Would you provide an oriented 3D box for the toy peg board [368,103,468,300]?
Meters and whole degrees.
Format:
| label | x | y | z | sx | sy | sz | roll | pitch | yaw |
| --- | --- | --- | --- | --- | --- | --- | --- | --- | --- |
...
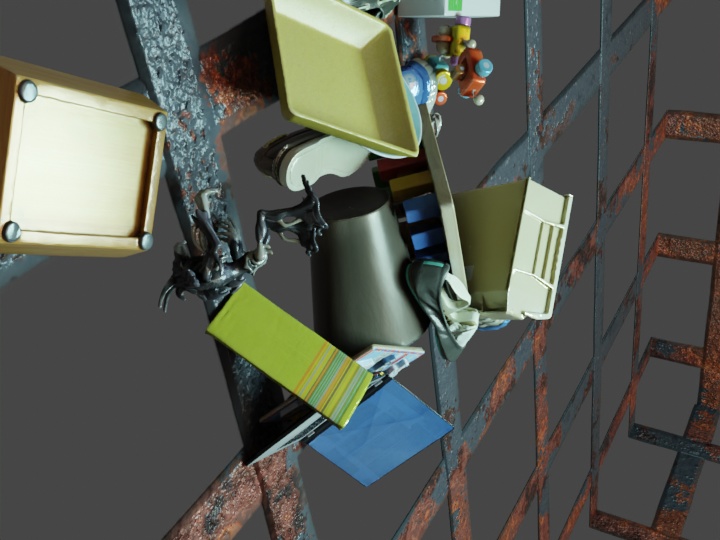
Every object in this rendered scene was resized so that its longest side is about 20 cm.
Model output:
| label | x | y | z | sx | sy | sz | roll | pitch | yaw |
| --- | --- | --- | --- | --- | --- | --- | --- | --- | --- |
| toy peg board | 0.076 | -0.085 | 1.157 | 0.201 | 0.097 | 0.200 | 71 | 8 | -50 |

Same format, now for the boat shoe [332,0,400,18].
| label | x | y | z | sx | sy | sz | roll | pitch | yaw |
| --- | --- | --- | --- | --- | --- | --- | --- | --- | --- |
| boat shoe | 0.013 | -0.363 | 1.084 | 0.199 | 0.070 | 0.064 | -23 | 120 | -46 |

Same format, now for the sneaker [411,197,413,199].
| label | x | y | z | sx | sy | sz | roll | pitch | yaw |
| --- | --- | --- | --- | --- | --- | --- | --- | --- | --- |
| sneaker | 0.152 | -0.076 | 1.405 | 0.200 | 0.084 | 0.078 | 14 | 90 | -60 |

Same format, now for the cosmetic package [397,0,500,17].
| label | x | y | z | sx | sy | sz | roll | pitch | yaw |
| --- | --- | --- | --- | --- | --- | --- | --- | --- | --- |
| cosmetic package | 0.137 | -0.436 | 1.249 | 0.200 | 0.084 | 0.109 | -26 | 119 | -53 |

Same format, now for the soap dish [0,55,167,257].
| label | x | y | z | sx | sy | sz | roll | pitch | yaw |
| --- | --- | --- | --- | --- | --- | --- | --- | --- | --- |
| soap dish | -0.254 | -0.088 | 0.705 | 0.199 | 0.081 | 0.159 | 1 | 100 | -61 |

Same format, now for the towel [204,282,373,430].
| label | x | y | z | sx | sy | sz | roll | pitch | yaw |
| --- | --- | --- | --- | --- | --- | --- | --- | --- | --- |
| towel | -0.083 | 0.101 | 0.989 | 0.086 | 0.199 | 0.018 | -56 | -178 | -37 |

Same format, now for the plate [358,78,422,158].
| label | x | y | z | sx | sy | sz | roll | pitch | yaw |
| --- | --- | --- | --- | --- | --- | --- | --- | --- | --- |
| plate | 0.000 | -0.225 | 1.060 | 0.199 | 0.026 | 0.202 | 26 | 48 | -32 |

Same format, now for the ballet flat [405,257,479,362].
| label | x | y | z | sx | sy | sz | roll | pitch | yaw |
| --- | --- | --- | --- | --- | --- | --- | --- | --- | --- |
| ballet flat | 0.123 | 0.060 | 1.139 | 0.201 | 0.068 | 0.068 | 60 | 31 | -43 |

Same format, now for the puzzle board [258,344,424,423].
| label | x | y | z | sx | sy | sz | roll | pitch | yaw |
| --- | --- | --- | --- | --- | --- | --- | --- | --- | --- |
| puzzle board | -0.022 | 0.158 | 1.120 | 0.150 | 0.199 | 0.017 | 12 | 46 | -60 |

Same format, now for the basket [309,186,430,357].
| label | x | y | z | sx | sy | sz | roll | pitch | yaw |
| --- | --- | --- | --- | --- | --- | --- | --- | --- | --- |
| basket | 0.000 | 0.000 | 1.128 | 0.179 | 0.136 | 0.202 | -23 | 118 | -23 |

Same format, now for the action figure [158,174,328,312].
| label | x | y | z | sx | sy | sz | roll | pitch | yaw |
| --- | --- | --- | --- | --- | --- | --- | --- | --- | --- |
| action figure | -0.140 | -0.031 | 0.906 | 0.199 | 0.103 | 0.119 | -26 | 165 | -9 |

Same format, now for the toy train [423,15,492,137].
| label | x | y | z | sx | sy | sz | roll | pitch | yaw |
| --- | --- | --- | --- | --- | --- | --- | --- | --- | --- |
| toy train | 0.121 | -0.284 | 1.211 | 0.055 | 0.200 | 0.152 | 4 | 73 | -19 |

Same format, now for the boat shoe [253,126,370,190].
| label | x | y | z | sx | sy | sz | roll | pitch | yaw |
| --- | --- | --- | --- | --- | --- | --- | --- | --- | --- |
| boat shoe | -0.053 | -0.151 | 1.046 | 0.200 | 0.059 | 0.072 | -31 | 137 | -51 |

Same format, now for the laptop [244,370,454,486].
| label | x | y | z | sx | sy | sz | roll | pitch | yaw |
| --- | --- | --- | --- | --- | --- | --- | --- | --- | --- |
| laptop | -0.012 | 0.234 | 1.110 | 0.187 | 0.116 | 0.199 | -41 | 165 | 30 |

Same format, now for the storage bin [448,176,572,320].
| label | x | y | z | sx | sy | sz | roll | pitch | yaw |
| --- | --- | --- | --- | --- | --- | --- | --- | --- | --- |
| storage bin | 0.194 | -0.021 | 1.232 | 0.093 | 0.199 | 0.200 | 21 | 75 | -33 |

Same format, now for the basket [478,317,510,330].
| label | x | y | z | sx | sy | sz | roll | pitch | yaw |
| --- | --- | --- | --- | --- | --- | --- | --- | --- | --- |
| basket | 0.212 | 0.035 | 1.460 | 0.199 | 0.175 | 0.140 | 24 | 76 | -48 |

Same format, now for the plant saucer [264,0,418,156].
| label | x | y | z | sx | sy | sz | roll | pitch | yaw |
| --- | --- | --- | --- | --- | --- | --- | --- | --- | --- |
| plant saucer | -0.032 | -0.229 | 0.968 | 0.199 | 0.048 | 0.202 | 12 | 58 | -41 |

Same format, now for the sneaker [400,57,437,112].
| label | x | y | z | sx | sy | sz | roll | pitch | yaw |
| --- | --- | --- | --- | --- | --- | --- | --- | --- | --- |
| sneaker | 0.057 | -0.208 | 1.221 | 0.089 | 0.078 | 0.202 | -23 | 129 | -29 |
